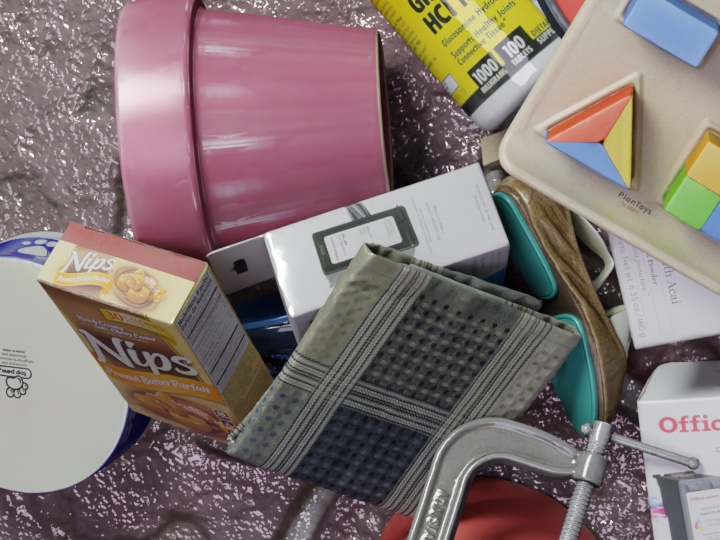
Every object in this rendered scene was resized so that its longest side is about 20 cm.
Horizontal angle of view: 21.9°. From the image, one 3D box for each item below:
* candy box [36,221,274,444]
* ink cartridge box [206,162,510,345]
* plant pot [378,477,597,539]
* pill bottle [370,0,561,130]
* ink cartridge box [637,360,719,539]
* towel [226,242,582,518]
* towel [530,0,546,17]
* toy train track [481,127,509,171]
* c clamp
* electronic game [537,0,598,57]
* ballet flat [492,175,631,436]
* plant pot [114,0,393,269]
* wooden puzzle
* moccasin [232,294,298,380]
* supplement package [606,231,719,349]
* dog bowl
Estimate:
[{"bbox_3d":[-0.139,0.051,1.337,0.115,0.200,0.055,16,65,24],"label":"candy box"},{"bbox_3d":[0.000,0.000,1.322,0.200,0.116,0.068,-18,74,-3],"label":"ink cartridge box"},{"bbox_3d":[0.080,0.274,1.383,0.200,0.177,0.201,4,105,17],"label":"plant pot"},{"bbox_3d":[0.065,-0.204,1.292,0.112,0.112,0.200,-42,88,23],"label":"pill bottle"},{"bbox_3d":[0.285,0.170,1.337,0.147,0.086,0.200,-5,104,20],"label":"ink cartridge box"},{"bbox_3d":[0.030,0.080,1.300,0.192,0.035,0.200,22,117,-28],"label":"towel"},{"bbox_3d":[0.134,-0.251,1.259,0.200,0.149,0.031,50,157,-1],"label":"towel"},{"bbox_3d":[0.177,-0.112,1.318,0.200,0.033,0.115,-21,57,31],"label":"toy train track"},{"bbox_3d":[0.117,0.185,1.278,0.171,0.027,0.200,23,76,9],"label":"c clamp"},{"bbox_3d":[0.201,-0.209,1.228,0.200,0.042,0.200,4,77,-16],"label":"electronic game"},{"bbox_3d":[0.158,0.019,1.349,0.068,0.072,0.200,-18,96,65],"label":"ballet flat"},{"bbox_3d":[-0.070,-0.101,1.335,0.179,0.200,0.200,-4,104,3],"label":"plant pot"},{"bbox_3d":[0.210,-0.104,1.165,0.185,0.046,0.200,30,107,-1],"label":"wooden puzzle"},{"bbox_3d":[-0.043,0.057,1.418,0.200,0.080,0.068,-6,107,21],"label":"moccasin"},{"bbox_3d":[0.278,-0.034,1.264,0.200,0.120,0.121,-12,99,20],"label":"supplement package"},{"bbox_3d":[-0.258,0.074,1.494,0.200,0.079,0.200,5,106,18],"label":"dog bowl"}]
